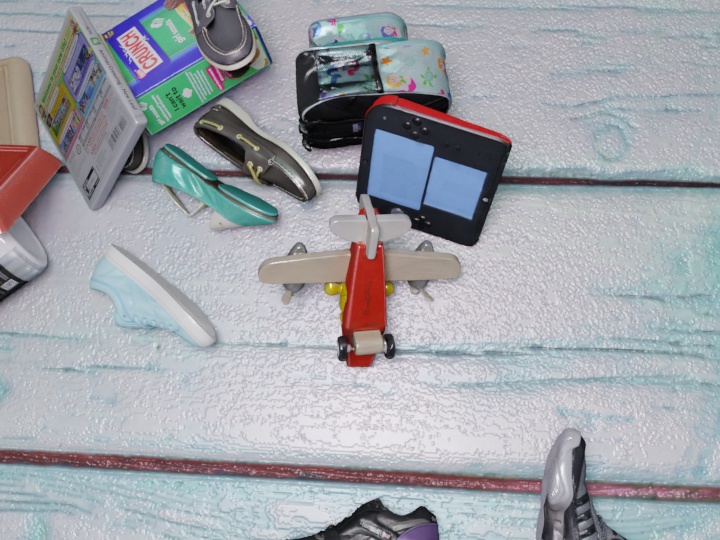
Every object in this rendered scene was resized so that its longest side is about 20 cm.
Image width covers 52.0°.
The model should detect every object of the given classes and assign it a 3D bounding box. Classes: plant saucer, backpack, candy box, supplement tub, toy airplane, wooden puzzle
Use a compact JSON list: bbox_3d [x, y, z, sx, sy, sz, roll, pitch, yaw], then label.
[{"bbox_3d":[-0.516,-0.114,0.945,0.197,0.037,0.201,3,34,0],"label":"plant saucer"},{"bbox_3d":[0.017,-0.242,0.962,0.197,0.178,0.153,-3,82,-1],"label":"backpack"},{"bbox_3d":[-0.247,-0.303,1.019,0.199,0.077,0.170,-33,55,-3],"label":"candy box"},{"bbox_3d":[-0.531,0.005,0.972,0.199,0.123,0.123,-37,78,-5],"label":"supplement tub"},{"bbox_3d":[0.000,0.000,0.927,0.199,0.141,0.200,-44,111,6],"label":"toy airplane"},{"bbox_3d":[-0.568,-0.204,1.069,0.197,0.037,0.187,-12,77,-3],"label":"wooden puzzle"}]

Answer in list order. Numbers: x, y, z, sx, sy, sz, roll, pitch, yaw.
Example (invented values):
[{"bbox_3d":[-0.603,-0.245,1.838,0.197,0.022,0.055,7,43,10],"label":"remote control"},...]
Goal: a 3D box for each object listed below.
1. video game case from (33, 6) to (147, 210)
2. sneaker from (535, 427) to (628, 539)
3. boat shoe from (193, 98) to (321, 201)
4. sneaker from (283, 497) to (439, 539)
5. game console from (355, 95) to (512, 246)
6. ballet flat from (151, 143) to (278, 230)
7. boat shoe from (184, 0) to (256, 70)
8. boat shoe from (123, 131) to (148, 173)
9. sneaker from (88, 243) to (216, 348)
[{"bbox_3d":[-0.365,-0.210,0.984,0.022,0.200,0.183,-23,77,-44],"label":"video game case"},{"bbox_3d":[0.273,0.295,0.879,0.112,0.075,0.203,9,84,5],"label":"sneaker"},{"bbox_3d":[-0.140,-0.151,0.996,0.201,0.072,0.061,39,66,18],"label":"boat shoe"},{"bbox_3d":[-0.002,0.324,0.901,0.197,0.076,0.089,2,63,1],"label":"sneaker"},{"bbox_3d":[0.083,-0.118,0.923,0.175,0.201,0.031,23,56,9],"label":"game console"},{"bbox_3d":[-0.203,-0.097,1.009,0.199,0.067,0.071,32,106,10],"label":"ballet flat"},{"bbox_3d":[-0.190,-0.332,0.935,0.072,0.063,0.201,-25,57,-1],"label":"boat shoe"},{"bbox_3d":[-0.364,-0.223,1.033,0.071,0.060,0.202,-37,74,19],"label":"boat shoe"},{"bbox_3d":[-0.278,0.053,0.976,0.199,0.074,0.082,37,91,19],"label":"sneaker"}]
